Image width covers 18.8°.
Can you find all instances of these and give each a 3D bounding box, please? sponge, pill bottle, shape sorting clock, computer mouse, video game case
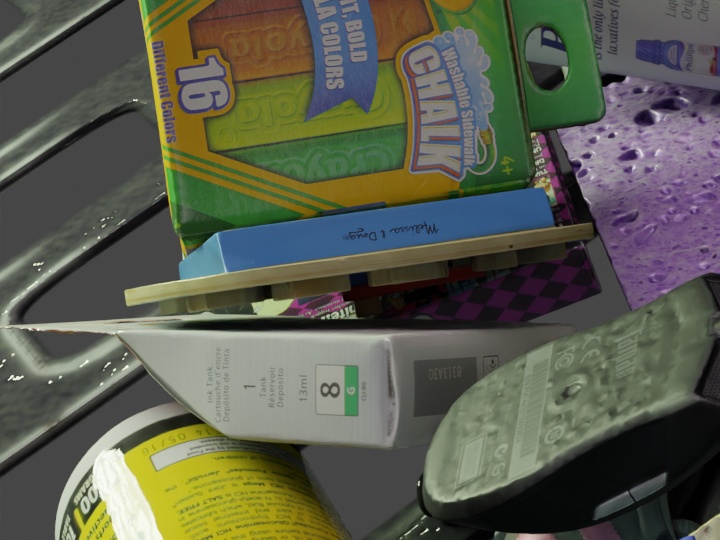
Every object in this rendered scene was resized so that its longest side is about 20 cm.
[{"bbox_3d":[0.161,-0.037,1.004,0.111,0.030,0.200,-23,34,6],"label":"sponge"},{"bbox_3d":[-0.043,0.144,0.834,0.112,0.113,0.200,-30,34,-4],"label":"pill bottle"},{"bbox_3d":[0.000,0.000,0.919,0.199,0.039,0.200,-9,-4,-1],"label":"shape sorting clock"},{"bbox_3d":[0.106,0.059,0.702,0.200,0.046,0.141,-31,28,25],"label":"computer mouse"},{"bbox_3d":[0.007,-0.017,1.076,0.199,0.036,0.182,-22,35,8],"label":"video game case"}]

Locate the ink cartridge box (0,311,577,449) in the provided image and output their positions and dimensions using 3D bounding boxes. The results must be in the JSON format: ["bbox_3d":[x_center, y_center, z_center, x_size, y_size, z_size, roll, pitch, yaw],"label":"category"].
[{"bbox_3d":[-0.030,0.043,0.910,0.199,0.050,0.161,-1,0,32],"label":"ink cartridge box"}]

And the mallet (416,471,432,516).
[{"bbox_3d":[0.108,0.068,0.879,0.199,0.041,0.066,-4,81,35],"label":"mallet"}]

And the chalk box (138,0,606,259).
[{"bbox_3d":[0.009,-0.082,0.958,0.199,0.125,0.124,-10,-5,-3],"label":"chalk box"}]

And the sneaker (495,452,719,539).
[{"bbox_3d":[0.089,0.121,0.771,0.082,0.070,0.201,-1,55,35],"label":"sneaker"}]

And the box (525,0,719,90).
[{"bbox_3d":[0.169,-0.181,1.060,0.199,0.105,0.184,11,39,18],"label":"box"}]

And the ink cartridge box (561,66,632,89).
[{"bbox_3d":[0.144,-0.158,1.170,0.094,0.037,0.200,-21,37,10],"label":"ink cartridge box"}]

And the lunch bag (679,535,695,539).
[{"bbox_3d":[0.059,0.170,0.654,0.150,0.201,0.094,-27,34,0],"label":"lunch bag"}]
